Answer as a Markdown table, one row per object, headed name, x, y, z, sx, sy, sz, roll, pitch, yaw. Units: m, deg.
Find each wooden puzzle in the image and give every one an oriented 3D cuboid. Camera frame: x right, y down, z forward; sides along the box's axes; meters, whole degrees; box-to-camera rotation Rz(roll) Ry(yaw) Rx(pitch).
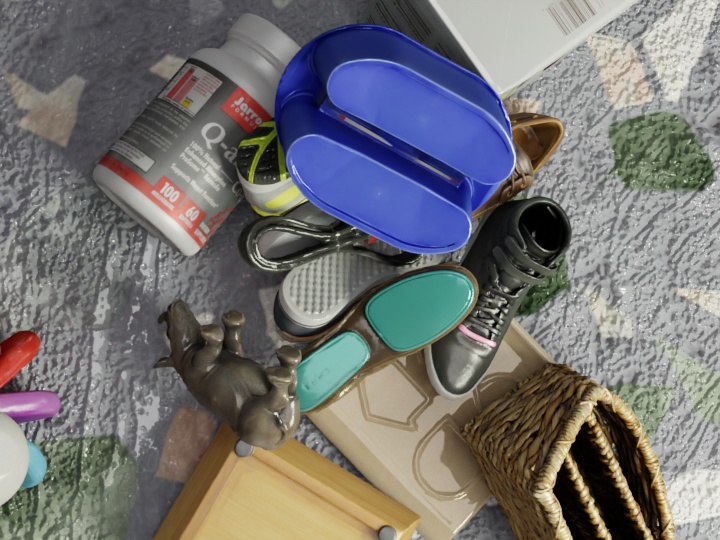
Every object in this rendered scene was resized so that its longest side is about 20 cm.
| name | x | y | z | sx | sy | sz | roll | pitch | yaw |
| --- | --- | --- | --- | --- | --- | --- | --- | --- | --- |
| wooden puzzle | 0.076 | 0.122 | 1.061 | 0.200 | 0.046 | 0.185 | -44 | 93 | -5 |

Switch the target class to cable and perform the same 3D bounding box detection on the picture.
| name | x | y | z | sx | sy | sz | roll | pitch | yaw |
| --- | --- | --- | --- | --- | --- | --- | --- | --- | --- |
| cable | -0.016 | -0.033 | 0.980 | 0.200 | 0.050 | 0.097 | -24 | 114 | -26 |

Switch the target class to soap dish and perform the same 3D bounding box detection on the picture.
| name | x | y | z | sx | sy | sz | roll | pitch | yaw |
| --- | --- | --- | --- | --- | --- | --- | --- | --- | --- |
| soap dish | -0.067 | 0.237 | 1.000 | 0.200 | 0.081 | 0.158 | 31 | 85 | -2 |

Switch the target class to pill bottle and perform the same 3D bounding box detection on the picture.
| name | x | y | z | sx | sy | sz | roll | pitch | yaw |
| --- | --- | --- | --- | --- | --- | --- | --- | --- | --- |
| pill bottle | -0.132 | -0.122 | 1.009 | 0.116 | 0.116 | 0.200 | 39 | 81 | -4 |

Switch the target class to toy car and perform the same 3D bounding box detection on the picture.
| name | x | y | z | sx | sy | sz | roll | pitch | yaw |
| --- | --- | --- | --- | --- | --- | --- | --- | --- | --- |
| toy car | -0.327 | 0.112 | 0.953 | 0.150 | 0.175 | 0.201 | -14 | 86 | -46 |

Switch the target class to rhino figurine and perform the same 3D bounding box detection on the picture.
| name | x | y | z | sx | sy | sz | roll | pitch | yaw |
| --- | --- | --- | --- | --- | --- | --- | --- | --- | --- |
| rhino figurine | -0.120 | 0.084 | 0.977 | 0.060 | 0.200 | 0.088 | -14 | 121 | -42 |

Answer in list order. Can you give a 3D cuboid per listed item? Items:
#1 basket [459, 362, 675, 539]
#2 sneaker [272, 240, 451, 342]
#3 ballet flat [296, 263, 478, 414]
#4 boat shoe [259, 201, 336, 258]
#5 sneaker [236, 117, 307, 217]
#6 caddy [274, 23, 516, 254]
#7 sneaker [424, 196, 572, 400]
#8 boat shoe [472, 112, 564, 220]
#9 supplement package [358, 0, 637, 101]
| name | x | y | z | sx | sy | sz | roll | pitch | yaw |
| --- | --- | --- | --- | --- | --- | --- | --- | --- | --- |
| basket | 0.207 | 0.195 | 0.992 | 0.143 | 0.149 | 0.200 | -32 | 111 | -12 |
| sneaker | 0.000 | 0.000 | 1.044 | 0.200 | 0.079 | 0.079 | -27 | 75 | -29 |
| ballet flat | 0.014 | 0.056 | 0.996 | 0.200 | 0.072 | 0.068 | -37 | 91 | 7 |
| boat shoe | -0.018 | -0.082 | 1.051 | 0.200 | 0.072 | 0.066 | -38 | 62 | 2 |
| sneaker | -0.026 | -0.116 | 0.997 | 0.200 | 0.077 | 0.075 | -32 | 62 | -24 |
| caddy | 0.028 | -0.104 | 0.895 | 0.200 | 0.105 | 0.142 | 27 | 113 | -15 |
| sneaker | 0.119 | 0.016 | 0.994 | 0.071 | 0.099 | 0.200 | 28 | 72 | -11 |
| boat shoe | 0.118 | -0.095 | 1.021 | 0.200 | 0.067 | 0.072 | -40 | 113 | -45 |
| supplement package | 0.127 | -0.242 | 1.018 | 0.191 | 0.200 | 0.147 | -36 | 92 | -10 |
